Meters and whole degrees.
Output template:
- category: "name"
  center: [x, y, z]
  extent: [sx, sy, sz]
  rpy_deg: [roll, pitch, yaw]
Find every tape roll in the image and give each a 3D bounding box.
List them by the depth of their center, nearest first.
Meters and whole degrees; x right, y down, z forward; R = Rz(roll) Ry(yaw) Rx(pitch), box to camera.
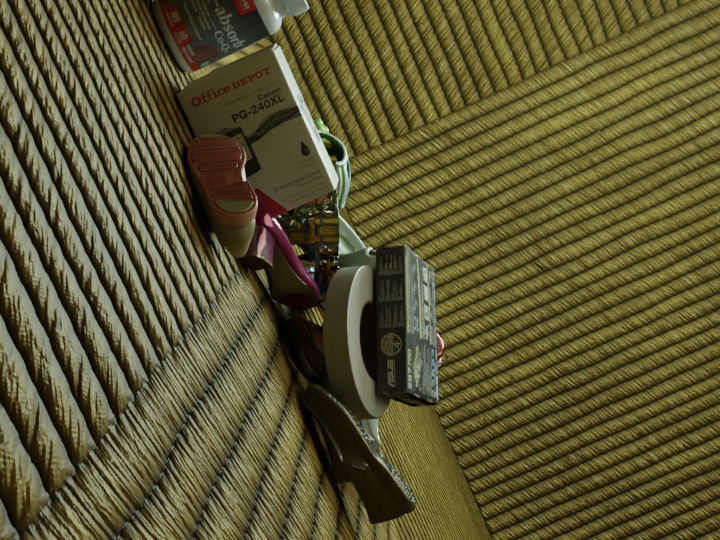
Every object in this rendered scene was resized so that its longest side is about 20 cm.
- category: "tape roll"
  center: [0.001, 0.096, 1.476]
  extent: [0.203, 0.037, 0.205]
  rpy_deg: [-5, 90, -72]

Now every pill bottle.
- category: "pill bottle"
  center: [-0.181, -0.370, 1.563]
  extent: [0.116, 0.199, 0.117]
  rpy_deg: [-24, 90, -86]

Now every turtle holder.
- category: "turtle holder"
  center: [-0.072, -0.153, 1.747]
  extent: [0.141, 0.132, 0.186]
  rpy_deg: [37, 35, 5]

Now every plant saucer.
- category: "plant saucer"
  center: [-0.061, -0.051, 1.853]
  extent: [0.200, 0.050, 0.200]
  rpy_deg: [42, 17, -16]

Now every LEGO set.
- category: "LEGO set"
  center: [-0.090, -0.069, 1.591]
  extent: [0.154, 0.115, 0.201]
  rpy_deg: [94, -6, -53]

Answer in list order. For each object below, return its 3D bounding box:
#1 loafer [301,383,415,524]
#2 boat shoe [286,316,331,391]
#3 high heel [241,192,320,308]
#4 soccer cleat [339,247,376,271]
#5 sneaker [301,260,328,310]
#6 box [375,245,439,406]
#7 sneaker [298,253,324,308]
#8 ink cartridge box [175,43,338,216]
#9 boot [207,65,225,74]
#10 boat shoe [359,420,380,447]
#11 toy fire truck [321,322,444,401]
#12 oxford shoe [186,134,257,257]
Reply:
- category: "loafer"
  center: [-0.013, 0.228, 1.364]
  extent: [0.200, 0.067, 0.076]
  rpy_deg: [51, -1, 9]
- category: "boat shoe"
  center: [-0.045, 0.109, 1.525]
  extent: [0.200, 0.073, 0.076]
  rpy_deg: [59, 8, -62]
- category: "high heel"
  center: [-0.104, -0.021, 1.469]
  extent: [0.200, 0.067, 0.097]
  rpy_deg: [40, 44, -53]
- category: "soccer cleat"
  center: [0.000, 0.000, 1.649]
  extent: [0.069, 0.077, 0.200]
  rpy_deg: [50, -5, -12]
- category: "sneaker"
  center: [-0.074, 0.014, 1.744]
  extent: [0.079, 0.066, 0.200]
  rpy_deg: [64, 4, 1]
- category: "box"
  center: [0.067, 0.081, 1.544]
  extent: [0.161, 0.049, 0.202]
  rpy_deg: [34, 53, -69]
- category: "sneaker"
  center: [-0.055, 0.009, 1.919]
  extent: [0.200, 0.079, 0.074]
  rpy_deg: [49, 20, -70]
- category: "ink cartridge box"
  center: [-0.134, -0.176, 1.462]
  extent: [0.083, 0.144, 0.201]
  rpy_deg: [-82, 149, -74]
- category: "boot"
  center: [-0.183, -0.237, 1.619]
  extent: [0.211, 0.079, 0.159]
  rpy_deg: [87, -11, -71]
- category: "boat shoe"
  center: [0.006, 0.192, 1.730]
  extent: [0.075, 0.068, 0.201]
  rpy_deg: [65, 5, -49]
- category: "toy fire truck"
  center: [0.029, 0.099, 1.704]
  extent: [0.169, 0.198, 0.113]
  rpy_deg: [-102, -150, -44]
- category: "oxford shoe"
  center: [-0.165, -0.092, 1.305]
  extent: [0.201, 0.070, 0.074]
  rpy_deg: [-109, -161, -51]
